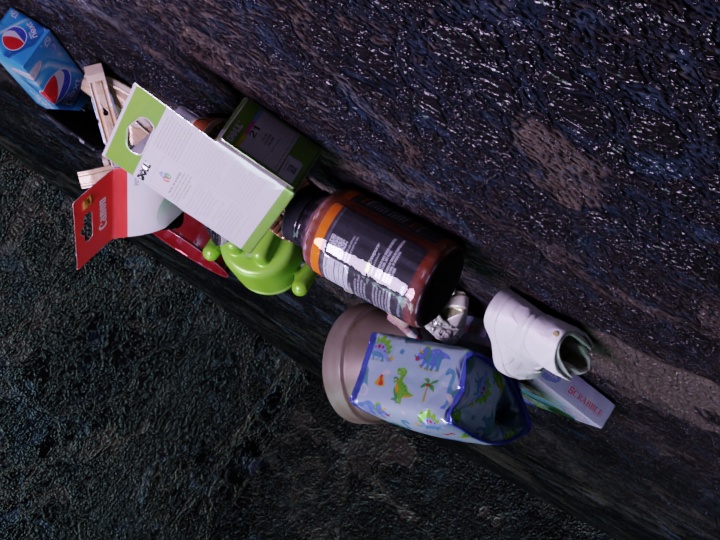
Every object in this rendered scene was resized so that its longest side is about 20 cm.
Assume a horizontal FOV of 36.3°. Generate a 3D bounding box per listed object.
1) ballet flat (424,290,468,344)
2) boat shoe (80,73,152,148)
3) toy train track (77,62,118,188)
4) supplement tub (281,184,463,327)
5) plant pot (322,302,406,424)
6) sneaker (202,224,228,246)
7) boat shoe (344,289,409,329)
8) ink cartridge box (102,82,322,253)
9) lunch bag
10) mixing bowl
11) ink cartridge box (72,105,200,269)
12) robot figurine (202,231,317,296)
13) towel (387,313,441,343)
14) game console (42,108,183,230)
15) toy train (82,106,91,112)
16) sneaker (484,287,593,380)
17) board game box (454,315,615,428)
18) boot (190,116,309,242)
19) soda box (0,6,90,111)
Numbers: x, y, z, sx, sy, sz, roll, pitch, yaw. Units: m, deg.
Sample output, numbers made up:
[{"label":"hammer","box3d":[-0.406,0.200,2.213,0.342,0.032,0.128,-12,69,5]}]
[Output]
[{"label":"ballet flat","box3d":[0.099,0.037,1.396,0.072,0.072,0.200,24,168,42]},{"label":"boat shoe","box3d":[-0.300,-0.192,1.488,0.200,0.069,0.074,36,169,-22]},{"label":"toy train track","box3d":[-0.324,-0.170,1.439,0.033,0.114,0.201,-132,28,-71]},{"label":"supplement tub","box3d":[0.009,-0.025,1.235,0.200,0.107,0.107,29,170,22]},{"label":"plant pot","box3d":[0.068,0.153,1.769,0.173,0.201,0.200,-1,150,40]},{"label":"sneaker","box3d":[-0.191,-0.106,1.558,0.200,0.087,0.076,-125,25,-46]},{"label":"boat shoe","box3d":[0.000,0.000,1.475,0.200,0.065,0.072,38,173,11]},{"label":"ink cartridge box","box3d":[-0.164,-0.129,1.200,0.200,0.076,0.148,34,143,-7]},{"label":"lunch bag","box3d":[0.116,0.167,1.465,0.170,0.128,0.200,9,162,39]},{"label":"mixing bowl","box3d":[-0.271,-0.087,1.802,0.200,0.109,0.200,32,170,7]},{"label":"ink cartridge box","box3d":[-0.277,-0.093,1.390,0.050,0.200,0.161,33,149,9]},{"label":"robot figurine","box3d":[-0.145,-0.030,1.659,0.175,0.116,0.200,18,168,9]},{"label":"towel","box3d":[0.121,0.113,1.606,0.200,0.023,0.144,40,-170,-3]},{"label":"game console","box3d":[-0.352,-0.143,1.581,0.116,0.177,0.200,1,-174,21]},{"label":"toy train","box3d":[-0.435,-0.241,1.711,0.046,0.034,0.200,33,-179,-32]},{"label":"sneaker","box3d":[0.219,0.102,1.295,0.115,0.074,0.200,31,169,29]},{"label":"board game box","box3d":[0.223,0.135,1.533,0.200,0.041,0.199,37,169,-22]},{"label":"boot","box3d":[-0.134,-0.117,1.356,0.200,0.075,0.107,49,166,-31]},{"label":"soda box","box3d":[-0.439,-0.279,1.516,0.068,0.064,0.200,31,171,10]}]
